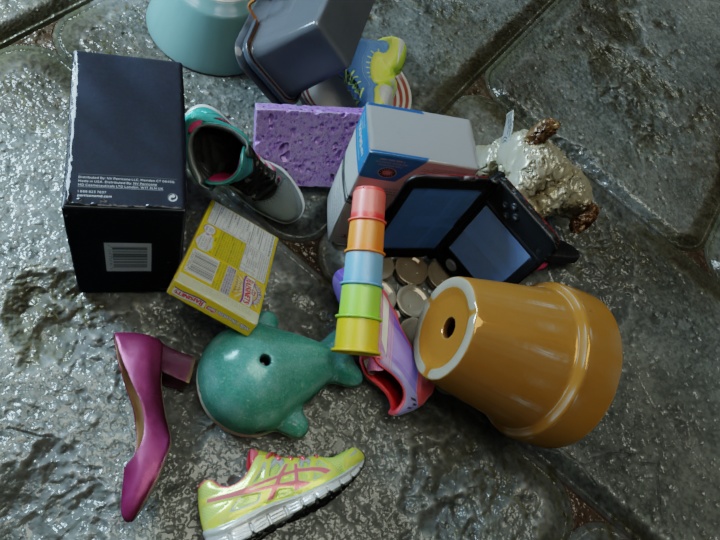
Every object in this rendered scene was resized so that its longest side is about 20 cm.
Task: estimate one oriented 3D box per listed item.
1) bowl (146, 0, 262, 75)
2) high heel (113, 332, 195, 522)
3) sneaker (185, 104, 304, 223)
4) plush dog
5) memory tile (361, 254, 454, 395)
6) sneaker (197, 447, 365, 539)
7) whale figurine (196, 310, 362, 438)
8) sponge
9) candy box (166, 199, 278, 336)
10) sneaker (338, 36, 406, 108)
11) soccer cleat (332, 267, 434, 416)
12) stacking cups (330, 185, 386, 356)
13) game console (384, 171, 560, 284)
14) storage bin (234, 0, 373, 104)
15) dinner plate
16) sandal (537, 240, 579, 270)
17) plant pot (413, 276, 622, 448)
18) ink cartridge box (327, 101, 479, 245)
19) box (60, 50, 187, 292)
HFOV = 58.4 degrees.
[{"bbox_3d":[-0.218,-0.407,0.973,0.200,0.105,0.202,8,63,-16],"label":"bowl"},{"bbox_3d":[-0.248,0.161,0.690,0.096,0.067,0.200,23,43,-19],"label":"high heel"},{"bbox_3d":[-0.146,-0.123,0.814,0.200,0.084,0.121,42,11,-20],"label":"sneaker"},{"bbox_3d":[0.279,-0.138,0.975,0.171,0.161,0.200,19,34,-35],"label":"plush dog"},{"bbox_3d":[0.072,0.067,0.882,0.153,0.017,0.201,8,61,-16],"label":"memory tile"},{"bbox_3d":[-0.087,0.230,0.709,0.199,0.078,0.090,-17,64,-28],"label":"sneaker"},{"bbox_3d":[-0.087,0.114,0.750,0.199,0.104,0.160,-8,66,-26],"label":"whale figurine"},{"bbox_3d":[-0.050,-0.173,0.904,0.199,0.112,0.030,-1,31,-16],"label":"sponge"},{"bbox_3d":[-0.157,-0.010,0.770,0.102,0.026,0.200,33,25,-17],"label":"candy box"},{"bbox_3d":[0.003,-0.281,0.991,0.105,0.076,0.201,12,59,8],"label":"sneaker"},{"bbox_3d":[0.018,0.085,0.804,0.076,0.067,0.200,-27,79,-39],"label":"soccer cleat"},{"bbox_3d":[0.000,0.000,0.773,0.060,0.060,0.201,7,77,-16],"label":"stacking cups"},{"bbox_3d":[0.119,-0.027,0.821,0.119,0.200,0.173,-33,78,-30],"label":"game console"},{"bbox_3d":[-0.074,-0.356,0.920,0.146,0.134,0.201,45,47,-38],"label":"storage bin"},{"bbox_3d":[-0.014,-0.291,1.033,0.199,0.024,0.201,9,61,-16],"label":"dinner plate"},{"bbox_3d":[0.250,-0.022,0.969,0.199,0.045,0.075,4,33,-32],"label":"sandal"},{"bbox_3d":[0.172,0.095,0.776,0.183,0.200,0.201,20,58,-23],"label":"plant pot"},{"bbox_3d":[0.047,-0.115,0.861,0.145,0.200,0.085,5,60,-17],"label":"ink cartridge box"},{"bbox_3d":[-0.266,-0.105,0.743,0.123,0.200,0.199,0,64,-19],"label":"box"}]
